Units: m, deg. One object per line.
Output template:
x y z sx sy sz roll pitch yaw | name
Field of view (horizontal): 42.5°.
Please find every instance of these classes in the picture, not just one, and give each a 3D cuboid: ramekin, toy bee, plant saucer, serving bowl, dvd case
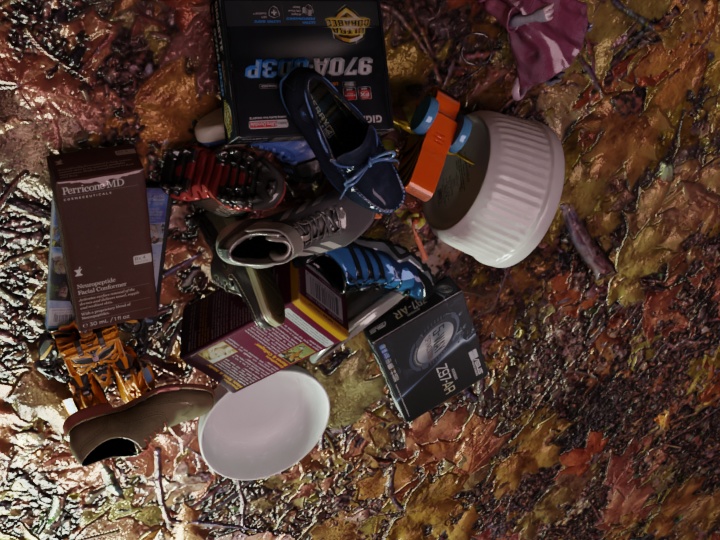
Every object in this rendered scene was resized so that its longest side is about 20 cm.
0.166 -0.113 1.222 0.104 0.201 0.202 16 114 -26 | ramekin
0.096 -0.178 1.144 0.200 0.109 0.131 -47 106 -11 | toy bee
-0.001 0.051 1.291 0.199 0.050 0.200 -38 175 -4 | plant saucer
-0.147 0.208 1.353 0.197 0.066 0.202 -15 127 -20 | serving bowl
-0.310 -0.016 1.140 0.141 0.018 0.202 -3 121 -28 | dvd case

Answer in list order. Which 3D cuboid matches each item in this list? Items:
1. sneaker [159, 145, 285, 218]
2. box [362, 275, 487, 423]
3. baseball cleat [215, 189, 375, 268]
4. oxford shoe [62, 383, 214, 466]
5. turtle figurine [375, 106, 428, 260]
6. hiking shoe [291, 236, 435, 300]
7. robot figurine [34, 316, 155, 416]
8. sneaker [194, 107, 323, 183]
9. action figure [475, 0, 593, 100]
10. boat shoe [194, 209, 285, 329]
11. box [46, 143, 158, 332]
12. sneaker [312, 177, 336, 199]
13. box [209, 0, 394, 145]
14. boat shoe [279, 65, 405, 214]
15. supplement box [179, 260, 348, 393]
-0.143 -0.099 1.072 0.097 0.199 0.072 22 82 -46 | sneaker
0.105 0.127 1.449 0.159 0.044 0.201 -29 130 -8 | box
-0.062 -0.039 1.049 0.198 0.106 0.071 -19 107 -15 | baseball cleat
-0.276 0.204 1.197 0.197 0.075 0.071 -16 139 -21 | oxford shoe
0.039 -0.120 1.176 0.200 0.064 0.162 48 49 -21 | turtle figurine
0.000 0.000 1.161 0.198 0.088 0.074 27 153 -13 | hiking shoe
-0.330 0.131 1.191 0.143 0.058 0.202 -22 139 -15 | robot figurine
-0.099 -0.150 1.124 0.198 0.077 0.113 -19 120 -24 | sneaker
0.198 -0.335 1.171 0.199 0.136 0.148 31 147 -27 | action figure
-0.150 -0.003 1.124 0.065 0.202 0.072 -30 147 6 | boat shoe
-0.296 -0.037 1.076 0.099 0.075 0.203 -12 124 -21 | box
-0.038 -0.053 1.229 0.080 0.071 0.201 31 102 -35 | sneaker
-0.065 -0.231 1.058 0.197 0.046 0.162 -6 90 -25 | box
-0.017 -0.133 1.018 0.200 0.068 0.085 43 80 -26 | boat shoe
-0.126 0.068 1.207 0.198 0.087 0.110 -27 136 24 | supplement box
